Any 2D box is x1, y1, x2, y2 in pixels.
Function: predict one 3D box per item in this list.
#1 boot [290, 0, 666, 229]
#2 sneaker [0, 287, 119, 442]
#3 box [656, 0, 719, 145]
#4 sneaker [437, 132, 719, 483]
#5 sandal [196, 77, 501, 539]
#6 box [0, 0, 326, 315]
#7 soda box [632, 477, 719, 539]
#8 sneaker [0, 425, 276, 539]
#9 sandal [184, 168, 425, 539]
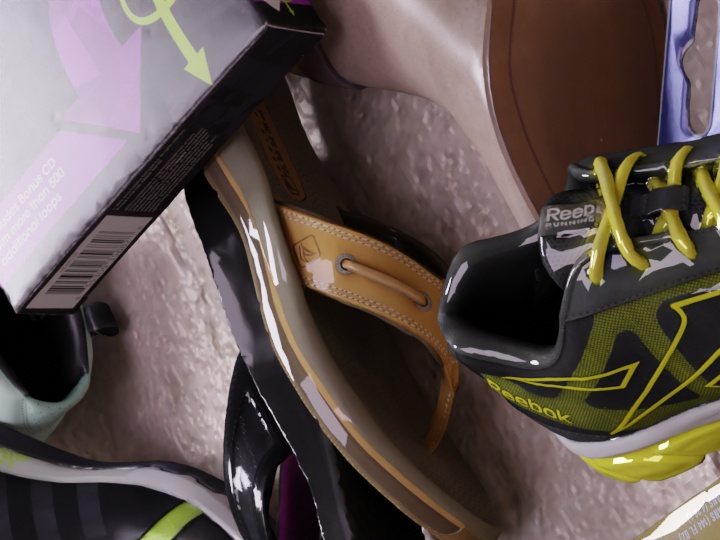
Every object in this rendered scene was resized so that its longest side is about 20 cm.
[{"bbox_3d":[0.021,-0.081,0.794,0.146,0.070,0.202,-11,89,54],"label":"boot"},{"bbox_3d":[-0.168,-0.018,0.996,0.118,0.073,0.201,-36,82,52],"label":"sneaker"},{"bbox_3d":[0.164,-0.042,0.662,0.199,0.032,0.122,19,112,43],"label":"box"},{"bbox_3d":[0.094,-0.001,0.645,0.200,0.084,0.075,-38,38,46],"label":"sneaker"},{"bbox_3d":[0.000,0.000,0.830,0.054,0.080,0.201,-29,74,18],"label":"sandal"},{"bbox_3d":[-0.113,-0.107,0.847,0.143,0.036,0.201,-46,63,27],"label":"box"},{"bbox_3d":[0.090,0.119,0.752,0.200,0.067,0.064,-44,67,43],"label":"soda box"},{"bbox_3d":[-0.115,0.114,0.930,0.199,0.083,0.072,11,133,27],"label":"sneaker"},{"bbox_3d":[-0.022,0.056,0.854,0.048,0.075,0.202,-28,67,17],"label":"sandal"}]
